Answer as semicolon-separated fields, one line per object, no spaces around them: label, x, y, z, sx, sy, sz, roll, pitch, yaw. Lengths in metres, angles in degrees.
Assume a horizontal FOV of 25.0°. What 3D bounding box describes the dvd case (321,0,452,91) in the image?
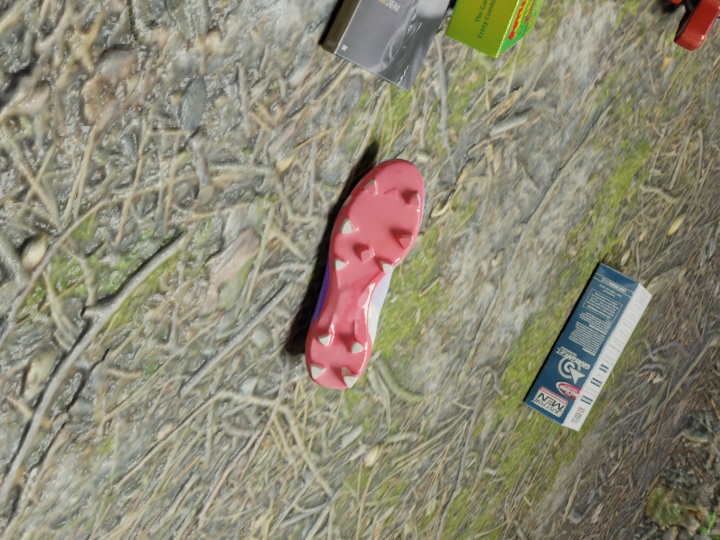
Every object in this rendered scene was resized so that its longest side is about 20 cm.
dvd case;0.049;-0.235;1.180;0.201;0.016;0.149;-64;158;6

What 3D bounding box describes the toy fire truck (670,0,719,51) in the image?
toy fire truck;0.394;-0.324;1.727;0.201;0.112;0.168;-62;177;4

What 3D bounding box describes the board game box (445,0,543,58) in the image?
board game box;0.133;-0.272;1.245;0.102;0.047;0.201;-42;155;-60

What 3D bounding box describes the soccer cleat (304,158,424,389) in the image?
soccer cleat;0.000;0.000;1.315;0.077;0.066;0.201;-98;-156;-74

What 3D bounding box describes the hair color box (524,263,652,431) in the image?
hair color box;0.287;0.098;2.038;0.201;0.060;0.100;-62;158;0
